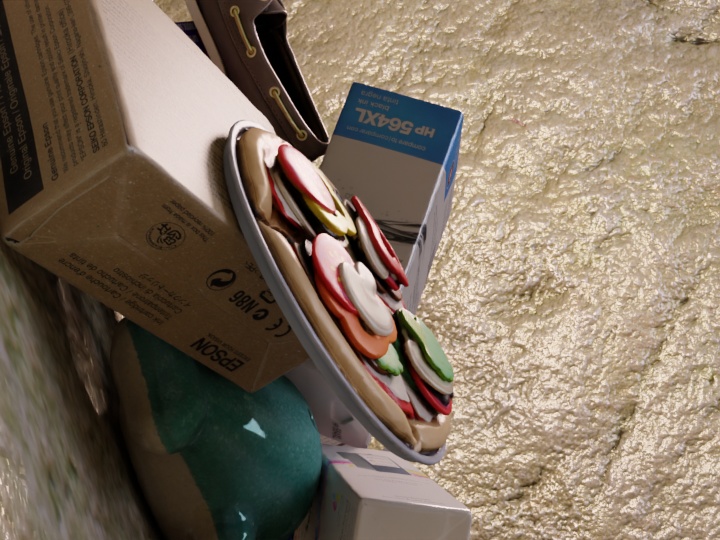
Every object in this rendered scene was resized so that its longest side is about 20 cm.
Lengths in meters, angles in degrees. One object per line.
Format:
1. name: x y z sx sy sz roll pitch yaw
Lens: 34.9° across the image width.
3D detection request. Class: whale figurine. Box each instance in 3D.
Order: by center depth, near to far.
1. whale figurine: -0.079 0.089 0.648 0.200 0.103 0.160 79 -9 -61

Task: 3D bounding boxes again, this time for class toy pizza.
1. toy pizza: -0.002 0.005 0.586 0.201 0.032 0.200 55 12 -19

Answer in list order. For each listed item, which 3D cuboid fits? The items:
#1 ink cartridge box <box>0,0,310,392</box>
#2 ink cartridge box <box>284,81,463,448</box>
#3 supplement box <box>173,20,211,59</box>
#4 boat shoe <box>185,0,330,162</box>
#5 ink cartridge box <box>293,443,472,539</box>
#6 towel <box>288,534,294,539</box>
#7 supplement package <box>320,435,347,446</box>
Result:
1. ink cartridge box: -0.100 -0.051 0.578 0.200 0.075 0.165 42 19 -52
2. ink cartridge box: 0.000 0.000 0.779 0.146 0.084 0.201 91 18 -65
3. supplement box: -0.126 -0.061 0.791 0.101 0.103 0.201 -46 117 -70
4. boat shoe: -0.075 -0.162 0.780 0.072 0.059 0.201 0 72 -70
5. ink cartridge box: 0.000 0.175 0.696 0.200 0.067 0.118 -172 -89 -78
6. towel: -0.049 0.175 0.897 0.148 0.049 0.200 53 -3 18
7. supplement package: -0.097 0.144 1.200 0.152 0.150 0.201 170 -98 -83
